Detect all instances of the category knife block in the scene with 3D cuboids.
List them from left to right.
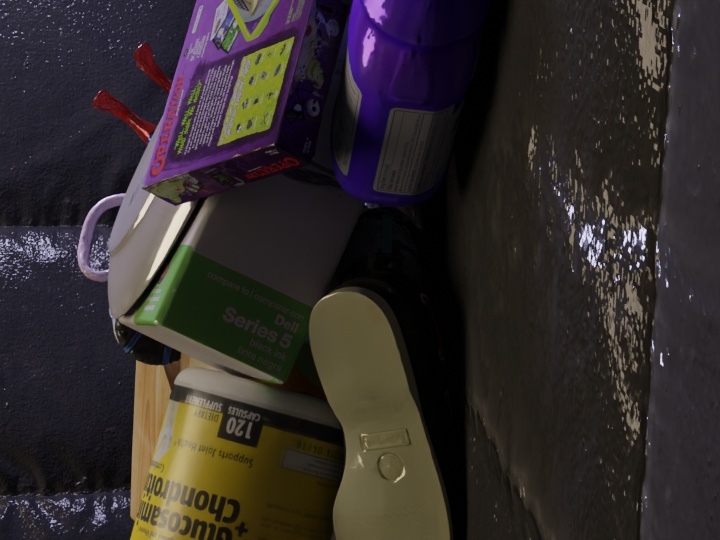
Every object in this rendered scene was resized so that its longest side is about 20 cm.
[{"bbox_3d":[-0.128,0.151,1.367,0.176,0.064,0.201,-55,47,46],"label":"knife block"}]

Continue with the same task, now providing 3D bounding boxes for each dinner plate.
[{"bbox_3d":[-0.107,-0.066,1.109,0.201,0.024,0.200,-59,13,22],"label":"dinner plate"}]

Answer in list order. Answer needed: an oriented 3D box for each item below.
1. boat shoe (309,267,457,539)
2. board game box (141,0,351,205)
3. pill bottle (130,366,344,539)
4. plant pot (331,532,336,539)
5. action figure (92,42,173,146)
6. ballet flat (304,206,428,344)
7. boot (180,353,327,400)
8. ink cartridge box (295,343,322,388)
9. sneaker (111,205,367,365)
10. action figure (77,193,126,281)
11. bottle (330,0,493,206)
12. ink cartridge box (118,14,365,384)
[{"bbox_3d":[0.022,0.099,1.042,0.063,0.073,0.202,-29,-67,-59],"label":"boat shoe"},{"bbox_3d":[-0.048,-0.137,0.999,0.120,0.032,0.201,-9,60,46],"label":"board game box"},{"bbox_3d":[-0.077,0.164,1.093,0.112,0.112,0.201,153,132,-82],"label":"pill bottle"},{"bbox_3d":[-0.038,0.238,1.215,0.093,0.200,0.202,-26,-60,-59],"label":"plant pot"},{"bbox_3d":[-0.084,-0.067,1.225,0.065,0.200,0.099,-50,-5,-4],"label":"action figure"},{"bbox_3d":[0.000,0.000,1.161,0.200,0.072,0.072,137,131,-74],"label":"ballet flat"},{"bbox_3d":[-0.045,0.087,1.274,0.071,0.144,0.202,6,92,51],"label":"boot"},{"bbox_3d":[-0.054,0.141,1.364,0.104,0.059,0.201,-22,72,56],"label":"ink cartridge box"},{"bbox_3d":[-0.084,-0.004,1.307,0.077,0.199,0.076,18,129,69],"label":"sneaker"},{"bbox_3d":[-0.083,-0.041,1.386,0.149,0.199,0.135,33,-128,-49],"label":"action figure"},{"bbox_3d":[0.025,-0.110,0.930,0.200,0.065,0.084,103,173,-61],"label":"bottle"},{"bbox_3d":[-0.052,-0.044,1.091,0.201,0.084,0.145,-66,13,-7],"label":"ink cartridge box"}]
